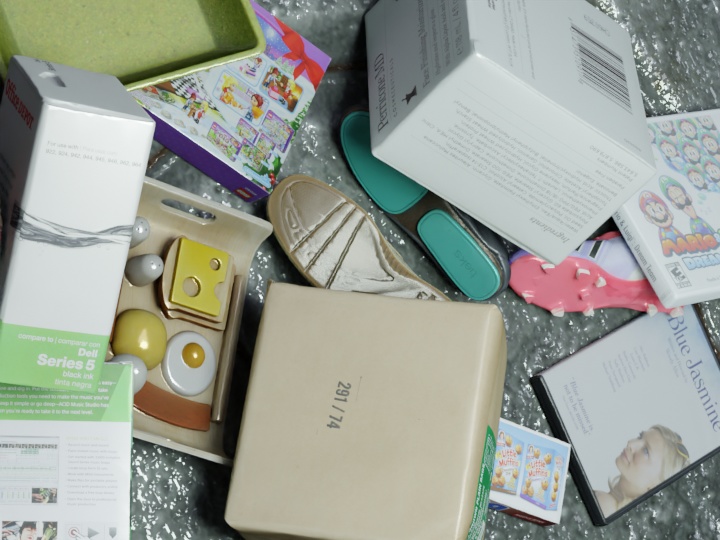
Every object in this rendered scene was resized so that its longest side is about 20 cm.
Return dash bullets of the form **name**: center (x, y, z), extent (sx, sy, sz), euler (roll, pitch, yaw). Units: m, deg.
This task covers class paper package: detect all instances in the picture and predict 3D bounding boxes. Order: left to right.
- **paper package**: center (0.009, 0.122, 1.732), extent (0.104, 0.190, 0.201), euler (61, 37, -65)

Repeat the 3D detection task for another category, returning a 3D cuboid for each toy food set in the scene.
- **toy food set**: center (-0.142, 0.038, 1.732), extent (0.143, 0.060, 0.201), euler (19, 69, -29)

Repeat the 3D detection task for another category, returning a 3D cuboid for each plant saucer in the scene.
- **plant saucer**: center (-0.198, -0.215, 1.719), extent (0.199, 0.048, 0.201), euler (-18, 74, -18)

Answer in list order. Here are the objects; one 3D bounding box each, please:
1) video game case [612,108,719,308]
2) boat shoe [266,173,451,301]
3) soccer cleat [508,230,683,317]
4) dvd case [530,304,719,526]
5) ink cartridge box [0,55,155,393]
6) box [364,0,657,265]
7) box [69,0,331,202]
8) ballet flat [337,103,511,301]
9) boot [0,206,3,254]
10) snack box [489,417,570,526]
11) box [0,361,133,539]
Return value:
- **video game case**: center (0.299, -0.059, 2.030), extent (0.200, 0.024, 0.182), euler (-10, 63, -40)
- **boat shoe**: center (0.000, 0.000, 1.837), extent (0.200, 0.065, 0.072), euler (40, 84, -12)
- **soccer cleat**: center (0.206, -0.004, 1.986), extent (0.199, 0.067, 0.077), euler (5, 45, -28)
- **dvd case**: center (0.249, 0.120, 2.004), extent (0.200, 0.018, 0.143), euler (-27, 94, -36)
- **ink cartridge box**: center (-0.215, -0.034, 1.594), extent (0.084, 0.146, 0.201), euler (9, 105, -21)
- **box**: center (0.119, -0.146, 1.863), extent (0.200, 0.131, 0.199), euler (30, 33, -25)
- **box**: center (-0.131, -0.164, 1.800), extent (0.200, 0.039, 0.137), euler (35, 63, -22)
- **ballet flat**: center (0.056, -0.062, 1.893), extent (0.200, 0.073, 0.073), euler (50, 57, -7)
- **boot**: center (-0.306, 0.010, 1.571), extent (0.073, 0.150, 0.201), euler (12, 72, -31)
- **snack box**: center (0.087, 0.150, 1.883), extent (0.200, 0.024, 0.072), euler (22, 66, -28)
- **box**: center (-0.234, 0.164, 1.623), extent (0.144, 0.036, 0.201), euler (2, 78, -8)
